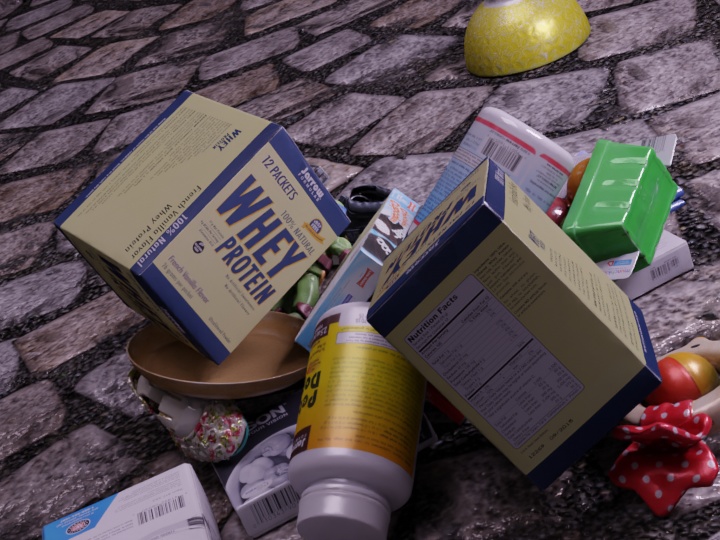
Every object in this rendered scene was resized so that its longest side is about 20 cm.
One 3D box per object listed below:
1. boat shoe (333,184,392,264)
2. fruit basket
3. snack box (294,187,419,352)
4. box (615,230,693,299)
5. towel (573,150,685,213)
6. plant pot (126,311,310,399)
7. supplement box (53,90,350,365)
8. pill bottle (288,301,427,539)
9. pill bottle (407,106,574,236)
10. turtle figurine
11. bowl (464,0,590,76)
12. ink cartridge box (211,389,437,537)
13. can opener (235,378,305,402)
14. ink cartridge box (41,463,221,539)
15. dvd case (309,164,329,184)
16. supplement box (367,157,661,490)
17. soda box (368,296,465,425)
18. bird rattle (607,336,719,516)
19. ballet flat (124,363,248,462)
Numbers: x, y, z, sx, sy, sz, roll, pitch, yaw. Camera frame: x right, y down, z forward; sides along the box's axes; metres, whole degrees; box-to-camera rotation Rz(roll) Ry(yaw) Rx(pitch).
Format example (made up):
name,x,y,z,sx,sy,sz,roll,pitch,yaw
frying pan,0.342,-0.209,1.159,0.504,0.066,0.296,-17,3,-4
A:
name,x,y,z,sx,sy,sz,roll,pitch,yaw
boat shoe,-0.017,-0.058,1.743,0.199,0.092,0.071,6,29,43
fruit basket,0.216,-0.048,1.465,0.199,0.094,0.186,-16,39,46
snack box,0.000,0.000,1.432,0.117,0.037,0.200,-54,3,23
box,0.236,-0.016,1.533,0.143,0.037,0.200,-26,24,-12
towel,0.241,-0.074,1.580,0.146,0.024,0.200,-29,26,-15
plant pot,-0.131,0.084,1.434,0.198,0.028,0.200,1,18,0
supplement box,-0.158,-0.048,1.436,0.200,0.135,0.199,-48,37,-14
pill bottle,-0.002,0.137,1.264,0.108,0.109,0.201,-8,54,26
pill bottle,0.114,-0.049,1.412,0.201,0.108,0.109,-58,27,4
turtle figurine,-0.039,0.034,1.604,0.143,0.201,0.195,19,62,23
bowl,0.239,-0.384,2.192,0.198,0.108,0.201,-17,25,8
ink cartridge box,-0.050,0.154,1.406,0.197,0.044,0.200,-27,25,-9
can opener,-0.130,0.115,1.507,0.198,0.079,0.063,-6,21,27
ink cartridge box,-0.184,0.268,1.227,0.145,0.086,0.200,-23,26,-4
dvd case,-0.128,-0.040,1.572,0.200,0.022,0.146,-46,19,-11
supplement box,0.128,0.037,1.217,0.134,0.200,0.200,-44,6,14
soda box,0.056,0.074,1.432,0.064,0.070,0.200,-50,27,0
bird rattle,0.279,0.114,1.210,0.200,0.113,0.163,-40,16,-9
ballet flat,-0.179,0.134,1.421,0.200,0.064,0.076,21,84,58
